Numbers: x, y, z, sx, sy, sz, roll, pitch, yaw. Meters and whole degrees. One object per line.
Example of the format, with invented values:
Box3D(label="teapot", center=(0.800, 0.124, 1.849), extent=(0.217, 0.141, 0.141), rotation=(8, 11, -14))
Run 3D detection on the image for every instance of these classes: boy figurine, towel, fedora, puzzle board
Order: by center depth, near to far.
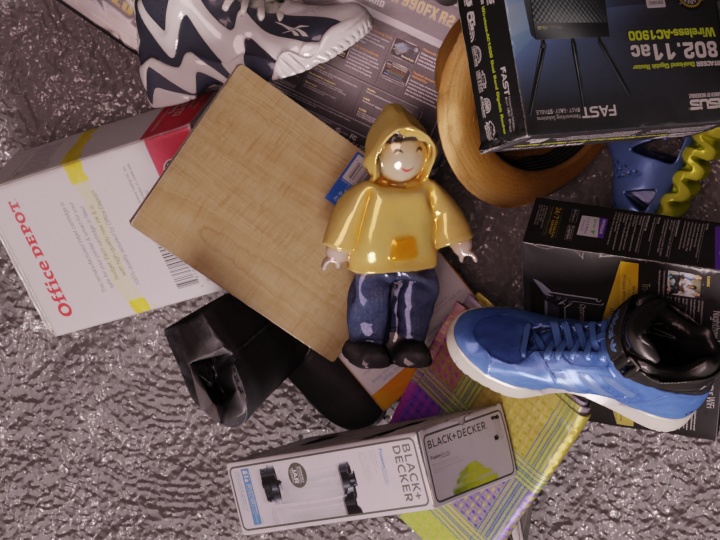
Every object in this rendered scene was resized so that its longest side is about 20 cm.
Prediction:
Box3D(label="boy figurine", center=(0.033, -0.027, 1.529), extent=(0.124, 0.064, 0.201), rotation=(3, 103, -11))
Box3D(label="fedora", center=(0.120, -0.148, 1.533), extent=(0.082, 0.200, 0.201), rotation=(35, 111, 45))
Box3D(label="puzzle board", center=(-0.058, -0.043, 1.545), extent=(0.200, 0.017, 0.151), rotation=(35, 91, -18))
Box3D(label="towel", center=(0.091, 0.134, 1.569), extent=(0.144, 0.023, 0.200), rotation=(42, 120, 24))

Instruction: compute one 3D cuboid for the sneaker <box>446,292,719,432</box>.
Box3D(label="sneaker", center=(0.170, 0.052, 1.458), extent=(0.199, 0.077, 0.111), rotation=(19, 145, -4))

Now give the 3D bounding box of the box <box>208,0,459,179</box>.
Box3D(label="box", center=(-0.005, -0.179, 1.606), extent=(0.199, 0.048, 0.159), rotation=(25, 106, 9))

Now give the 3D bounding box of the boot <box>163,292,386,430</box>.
Box3D(label="boot", center=(-0.063, 0.084, 1.590), extent=(0.066, 0.200, 0.165), rotation=(-41, 88, 18))

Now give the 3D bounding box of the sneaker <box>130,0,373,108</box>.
Box3D(label="sneaker", center=(-0.097, -0.214, 1.557), extent=(0.199, 0.079, 0.130), rotation=(-11, 106, 28))

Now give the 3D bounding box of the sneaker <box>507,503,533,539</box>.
Box3D(label="sneaker", center=(0.116, 0.192, 1.624), extent=(0.074, 0.079, 0.201), rotation=(9, 103, 35))

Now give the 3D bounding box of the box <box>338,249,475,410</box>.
Box3D(label="box", center=(0.000, 0.000, 1.595), extent=(0.119, 0.041, 0.200), rotation=(-40, 105, -3))

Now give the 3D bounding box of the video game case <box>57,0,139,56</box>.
Box3D(label="video game case", center=(-0.197, -0.295, 1.650), extent=(0.200, 0.025, 0.181), rotation=(34, 107, 7))

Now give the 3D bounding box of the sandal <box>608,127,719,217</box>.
Box3D(label="sandal", center=(0.229, -0.086, 1.550), extent=(0.087, 0.079, 0.200), rotation=(31, 98, 11))

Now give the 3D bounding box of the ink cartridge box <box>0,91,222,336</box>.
Box3D(label="ink cartridge box", center=(-0.189, -0.046, 1.641), extent=(0.199, 0.083, 0.146), rotation=(-15, 113, 19))

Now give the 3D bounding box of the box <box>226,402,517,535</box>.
Box3D(label="box", center=(0.008, 0.156, 1.551), extent=(0.200, 0.116, 0.060), rotation=(-14, 89, 38))

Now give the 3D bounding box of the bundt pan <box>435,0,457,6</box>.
Box3D(label="bundt pan", center=(0.055, -0.289, 1.510), extent=(0.202, 0.202, 0.076), rotation=(50, 146, 2))

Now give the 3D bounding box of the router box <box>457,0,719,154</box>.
Box3D(label="router box", center=(0.170, -0.169, 1.436), extent=(0.062, 0.199, 0.151), rotation=(-16, 82, 60))

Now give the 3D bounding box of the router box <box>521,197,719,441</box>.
Box3D(label="router box", center=(0.207, 0.040, 1.533), extent=(0.157, 0.052, 0.200), rotation=(9, 138, 14))
